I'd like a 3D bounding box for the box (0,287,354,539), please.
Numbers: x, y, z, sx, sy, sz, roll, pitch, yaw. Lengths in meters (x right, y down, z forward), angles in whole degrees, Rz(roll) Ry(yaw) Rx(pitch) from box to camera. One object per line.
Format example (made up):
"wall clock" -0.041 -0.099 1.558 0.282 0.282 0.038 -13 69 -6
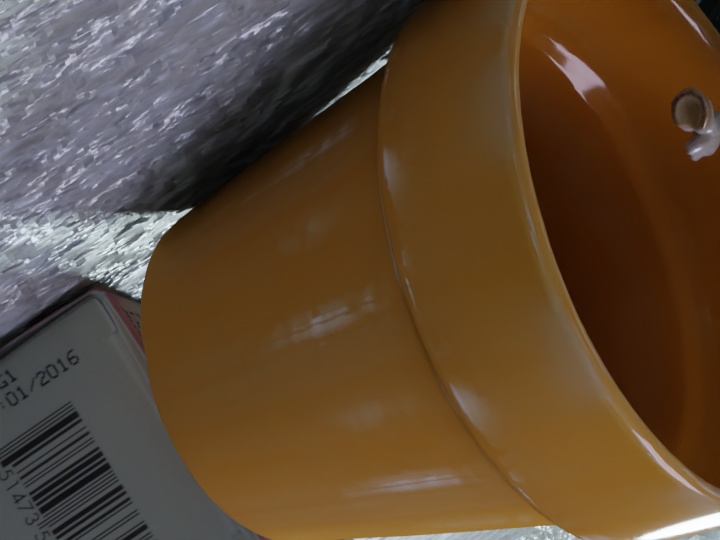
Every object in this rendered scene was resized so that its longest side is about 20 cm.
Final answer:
"box" -0.087 0.095 1.040 0.109 0.128 0.200 -34 169 5

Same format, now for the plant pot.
"plant pot" 0.033 0.010 0.905 0.183 0.200 0.200 -21 176 32

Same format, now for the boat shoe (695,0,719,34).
"boat shoe" 0.162 -0.109 1.013 0.070 0.066 0.200 -26 167 -31

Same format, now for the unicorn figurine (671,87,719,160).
"unicorn figurine" 0.157 -0.118 0.880 0.137 0.074 0.200 -31 145 -54
